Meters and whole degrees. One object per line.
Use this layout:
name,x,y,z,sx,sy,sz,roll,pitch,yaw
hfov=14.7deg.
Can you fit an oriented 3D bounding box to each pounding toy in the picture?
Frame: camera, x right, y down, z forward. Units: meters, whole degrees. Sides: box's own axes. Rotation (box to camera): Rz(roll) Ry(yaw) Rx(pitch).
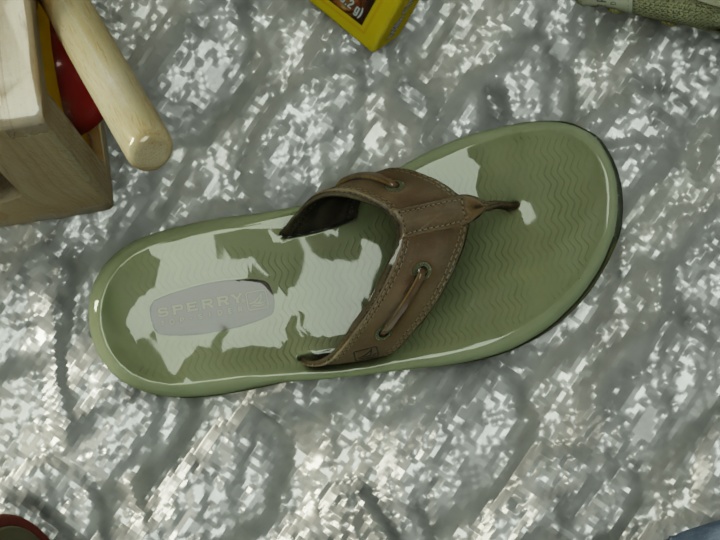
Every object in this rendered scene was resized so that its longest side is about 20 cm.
pounding toy,-0.135,-0.096,0.952,0.141,0.200,0.185,-9,81,1

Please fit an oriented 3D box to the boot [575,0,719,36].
boot,0.152,-0.081,0.999,0.154,0.072,0.201,8,76,4

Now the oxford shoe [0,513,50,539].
oxford shoe,-0.116,0.189,0.985,0.074,0.070,0.201,-21,84,32

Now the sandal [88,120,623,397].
sandal,-0.001,0.001,1.001,0.200,0.057,0.080,-17,80,1

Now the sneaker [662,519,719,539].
sneaker,0.099,0.184,0.935,0.145,0.077,0.204,-9,61,10

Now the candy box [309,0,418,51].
candy box,-0.046,-0.179,1.018,0.200,0.026,0.102,40,129,8
